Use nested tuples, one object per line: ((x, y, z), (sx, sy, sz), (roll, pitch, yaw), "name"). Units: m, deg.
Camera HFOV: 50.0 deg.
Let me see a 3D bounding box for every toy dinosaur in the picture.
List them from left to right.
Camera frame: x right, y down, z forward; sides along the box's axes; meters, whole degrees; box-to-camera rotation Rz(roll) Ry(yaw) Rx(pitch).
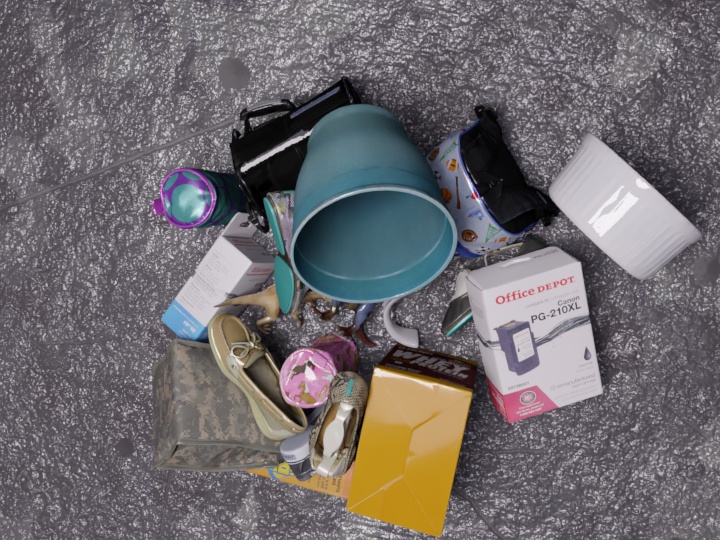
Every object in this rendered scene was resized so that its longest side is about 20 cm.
((-0.131, 0.046, 1.163), (0.197, 0.102, 0.059), (-3, 57, -20), "toy dinosaur")
((0.000, 0.000, 1.122), (0.105, 0.200, 0.183), (36, 92, 26), "toy dinosaur")

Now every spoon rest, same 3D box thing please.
((0.066, 0.021, 1.110), (0.060, 0.100, 0.202), (3, 123, -2), "spoon rest")

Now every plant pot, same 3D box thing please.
((0.007, -0.095, 0.959), (0.197, 0.201, 0.190), (-17, 49, 11), "plant pot")

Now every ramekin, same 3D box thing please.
((0.345, -0.081, 1.029), (0.200, 0.200, 0.098), (44, 108, 4), "ramekin")

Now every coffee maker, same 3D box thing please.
((-0.071, -0.164, 1.108), (0.198, 0.135, 0.194), (-25, 61, 11), "coffee maker")

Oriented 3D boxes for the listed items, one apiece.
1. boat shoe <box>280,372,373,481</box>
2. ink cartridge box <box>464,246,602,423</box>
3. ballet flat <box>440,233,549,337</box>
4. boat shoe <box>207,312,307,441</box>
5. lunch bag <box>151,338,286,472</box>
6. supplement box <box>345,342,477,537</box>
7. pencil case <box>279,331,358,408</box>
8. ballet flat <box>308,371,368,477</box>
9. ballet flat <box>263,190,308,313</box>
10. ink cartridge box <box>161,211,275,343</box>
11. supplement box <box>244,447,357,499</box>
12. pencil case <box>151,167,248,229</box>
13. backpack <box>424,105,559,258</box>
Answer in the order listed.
((-0.030, 0.231, 1.144), (0.073, 0.199, 0.069), (-2, 120, 47), "boat shoe")
((0.241, 0.087, 1.073), (0.143, 0.084, 0.203), (-16, 107, -5), "ink cartridge box")
((0.188, 0.016, 1.131), (0.199, 0.068, 0.069), (-34, 78, 1), "ballet flat")
((-0.142, 0.144, 1.085), (0.063, 0.073, 0.203), (-27, 91, 40), "boat shoe")
((-0.197, 0.203, 1.134), (0.118, 0.198, 0.166), (-45, 45, 41), "lunch bag")
((0.080, 0.227, 1.092), (0.131, 0.200, 0.200), (12, 96, 10), "supplement box")
((-0.056, 0.141, 1.111), (0.081, 0.200, 0.088), (-2, 92, 10), "pencil case")
((-0.036, 0.222, 1.015), (0.067, 0.076, 0.202), (17, 125, 3), "ballet flat")
((-0.086, -0.024, 1.055), (0.071, 0.072, 0.202), (6, 131, 10), "ballet flat")
((-0.199, 0.013, 1.169), (0.067, 0.116, 0.201), (39, 100, 11), "ink cartridge box")
((-0.091, 0.294, 1.197), (0.197, 0.069, 0.068), (11, 95, 13), "supplement box")
((-0.220, -0.103, 1.123), (0.091, 0.200, 0.086), (-8, 93, 9), "pencil case")
((0.154, -0.108, 1.061), (0.153, 0.190, 0.201), (-35, 88, 25), "backpack")
